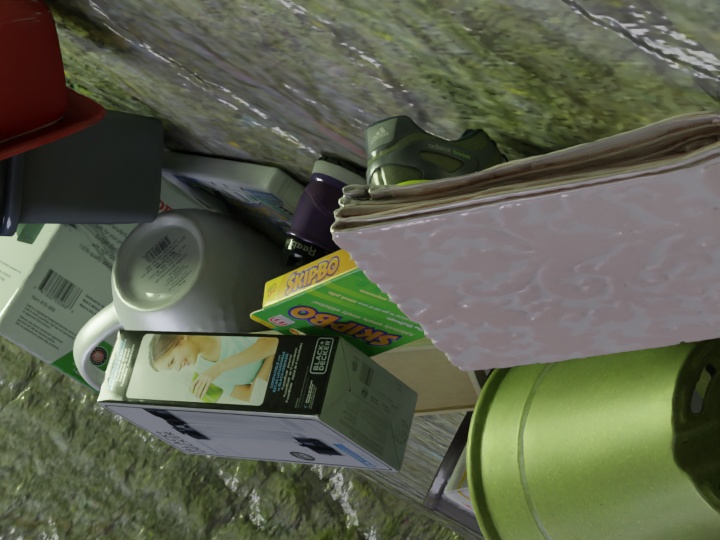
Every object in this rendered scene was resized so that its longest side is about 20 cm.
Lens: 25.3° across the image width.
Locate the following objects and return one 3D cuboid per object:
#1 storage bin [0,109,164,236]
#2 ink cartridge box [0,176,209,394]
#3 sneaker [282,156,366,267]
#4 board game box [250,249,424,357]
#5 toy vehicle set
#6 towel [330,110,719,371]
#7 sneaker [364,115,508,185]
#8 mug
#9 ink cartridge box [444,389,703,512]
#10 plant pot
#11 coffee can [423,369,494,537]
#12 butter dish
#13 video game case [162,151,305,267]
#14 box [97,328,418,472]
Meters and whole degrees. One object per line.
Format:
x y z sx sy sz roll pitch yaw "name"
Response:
-0.242 -0.092 1.290 0.134 0.147 0.200 4 179 -23 "storage bin"
-0.250 -0.011 1.466 0.083 0.201 0.147 23 168 45 "ink cartridge box"
0.000 0.000 1.151 0.075 0.088 0.200 22 168 34 "sneaker"
0.026 0.012 1.043 0.199 0.030 0.095 -25 139 39 "board game box"
-0.006 0.082 1.262 0.199 0.027 0.124 -6 150 11 "toy vehicle set"
0.106 -0.007 0.768 0.190 0.032 0.200 -9 155 19 "towel"
0.076 -0.033 0.866 0.074 0.081 0.200 -29 150 31 "sneaker"
-0.146 0.042 1.343 0.175 0.199 0.148 46 -164 -55 "mug"
0.167 0.133 1.180 0.147 0.145 0.200 28 169 -1 "ink cartridge box"
0.191 0.106 0.957 0.199 0.201 0.190 31 156 -10 "plant pot"
0.176 0.193 1.438 0.199 0.147 0.146 27 170 8 "coffee can"
-0.292 -0.160 1.059 0.199 0.149 0.200 25 -149 24 "butter dish"
-0.055 -0.036 1.313 0.182 0.022 0.200 35 168 -31 "video game case"
-0.074 0.092 1.147 0.199 0.060 0.117 1 156 33 "box"
